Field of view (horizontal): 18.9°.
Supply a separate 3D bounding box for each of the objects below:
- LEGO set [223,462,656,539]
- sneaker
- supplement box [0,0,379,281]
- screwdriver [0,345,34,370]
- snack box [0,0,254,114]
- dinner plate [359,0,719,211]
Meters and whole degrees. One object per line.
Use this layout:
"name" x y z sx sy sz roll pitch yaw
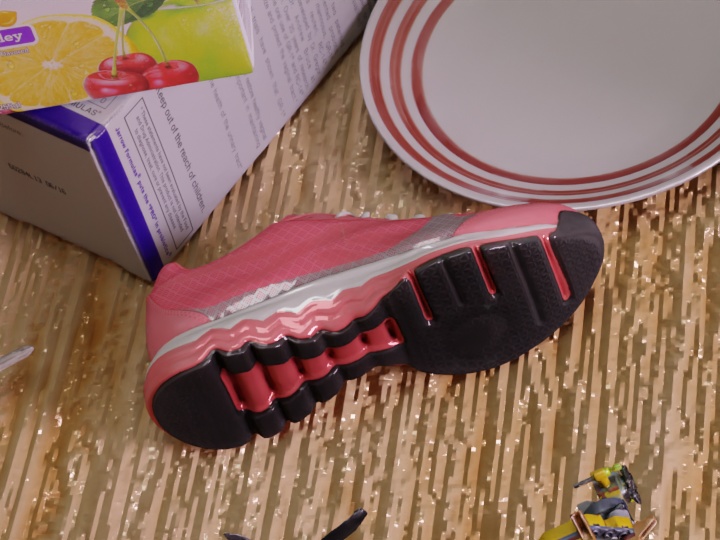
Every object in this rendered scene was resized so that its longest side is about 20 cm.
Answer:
"LEGO set" 0.050 0.126 0.722 0.153 0.200 0.116 -31 46 14
"sneaker" 0.000 0.000 0.898 0.199 0.074 0.087 -17 48 -1
"supplement box" -0.085 -0.111 0.989 0.101 0.104 0.200 24 62 29
"screwdriver" -0.226 0.083 0.916 0.199 0.028 0.029 -23 81 -7
"snack box" -0.129 -0.147 0.833 0.141 0.201 0.053 -9 52 4
"dinner plate" 0.099 -0.099 0.987 0.199 0.024 0.201 -7 50 8
